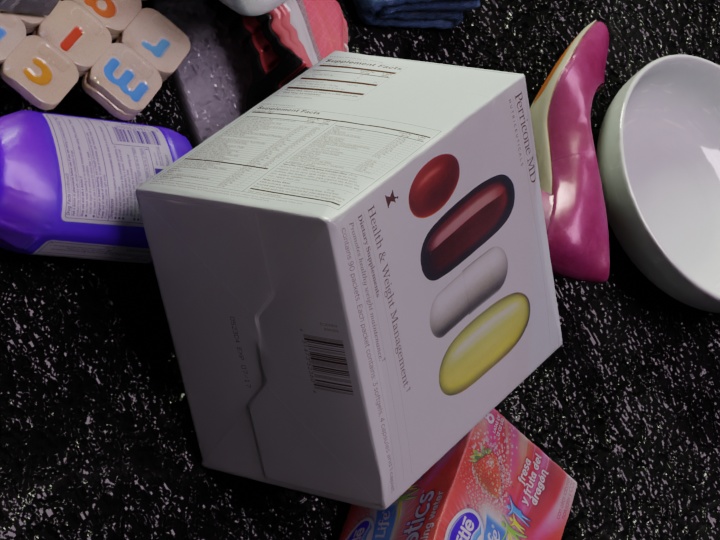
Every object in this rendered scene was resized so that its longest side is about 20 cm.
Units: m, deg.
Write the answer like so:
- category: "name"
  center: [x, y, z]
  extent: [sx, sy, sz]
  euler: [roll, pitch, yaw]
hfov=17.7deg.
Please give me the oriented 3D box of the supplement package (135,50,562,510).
- category: "supplement package"
  center: [0.000, 0.000, 1.377]
  extent: [0.200, 0.147, 0.192]
  euler: [-39, 128, -42]

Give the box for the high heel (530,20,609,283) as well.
- category: "high heel"
  center: [0.162, -0.086, 1.644]
  extent: [0.096, 0.067, 0.200]
  euler: [28, 56, -3]

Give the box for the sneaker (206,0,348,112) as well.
- category: "sneaker"
  center: [-0.032, -0.140, 1.518]
  extent: [0.087, 0.074, 0.201]
  euler: [-8, 75, -43]

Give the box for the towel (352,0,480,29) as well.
- category: "towel"
  center: [0.019, -0.271, 1.639]
  extent: [0.111, 0.048, 0.201]
  euler: [-6, 74, -41]

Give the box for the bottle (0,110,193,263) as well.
- category: "bottle"
  center: [-0.187, -0.051, 1.351]
  extent: [0.199, 0.065, 0.084]
  euler: [4, 63, -39]

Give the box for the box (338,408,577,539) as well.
- category: "box"
  center: [0.043, 0.191, 1.402]
  extent: [0.095, 0.102, 0.200]
  euler: [41, 50, -25]

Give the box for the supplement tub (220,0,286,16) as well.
- category: "supplement tub"
  center: [-0.109, -0.260, 1.442]
  extent: [0.200, 0.123, 0.122]
  euler: [38, 45, 14]

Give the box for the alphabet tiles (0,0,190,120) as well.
- category: "alphabet tiles"
  center: [-0.197, -0.178, 1.410]
  extent: [0.200, 0.015, 0.196]
  euler: [40, 36, -8]

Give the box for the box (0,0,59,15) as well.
- category: "box"
  center: [-0.194, -0.277, 1.360]
  extent: [0.050, 0.158, 0.201]
  euler: [2, 55, -39]

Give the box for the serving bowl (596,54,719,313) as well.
- category: "serving bowl"
  center: [0.244, -0.056, 1.715]
  extent: [0.200, 0.066, 0.201]
  euler: [17, 60, -33]
